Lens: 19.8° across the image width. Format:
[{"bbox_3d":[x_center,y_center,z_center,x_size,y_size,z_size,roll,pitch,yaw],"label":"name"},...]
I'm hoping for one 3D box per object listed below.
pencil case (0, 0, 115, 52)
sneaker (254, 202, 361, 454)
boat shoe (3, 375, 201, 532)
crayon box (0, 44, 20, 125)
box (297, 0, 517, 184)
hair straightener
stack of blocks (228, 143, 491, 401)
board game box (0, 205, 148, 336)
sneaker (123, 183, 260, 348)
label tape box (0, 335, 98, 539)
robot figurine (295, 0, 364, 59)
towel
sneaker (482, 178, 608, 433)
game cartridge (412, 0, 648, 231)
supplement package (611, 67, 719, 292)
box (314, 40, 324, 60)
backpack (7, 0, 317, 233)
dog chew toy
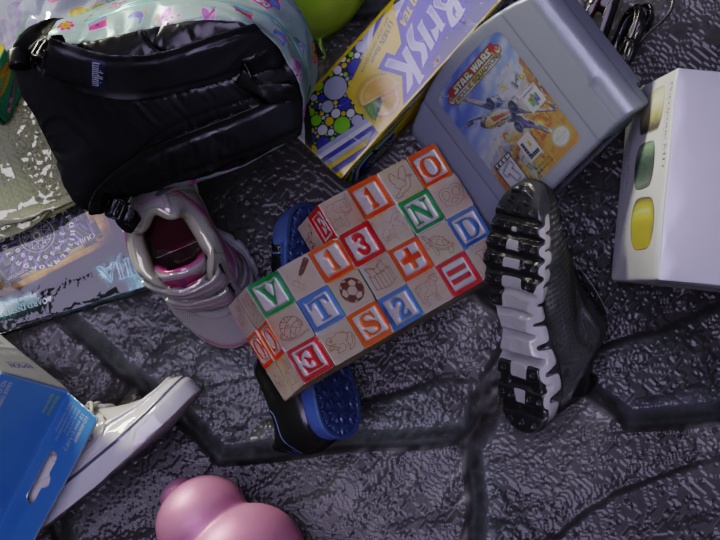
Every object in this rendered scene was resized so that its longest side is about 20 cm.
[{"bbox_3d":[-0.263,-0.231,1.595,0.091,0.083,0.200,-44,70,15],"label":"pencil case"},{"bbox_3d":[-0.053,0.048,1.652,0.078,0.070,0.200,-24,65,42],"label":"sneaker"},{"bbox_3d":[-0.220,0.140,1.682,0.200,0.072,0.066,-39,87,16],"label":"boat shoe"},{"bbox_3d":[-0.307,-0.232,1.680,0.119,0.058,0.200,19,77,17],"label":"crayon box"},{"bbox_3d":[0.033,-0.166,1.641,0.070,0.064,0.200,43,97,9],"label":"box"},{"bbox_3d":[0.193,-0.164,1.630,0.077,0.041,0.200,27,89,5],"label":"hair straightener"},{"bbox_3d":[0.000,0.000,1.599,0.200,0.059,0.115,-30,84,-23],"label":"stack of blocks"},{"bbox_3d":[-0.236,-0.034,1.707,0.200,0.028,0.135,-17,86,9],"label":"board game box"},{"bbox_3d":[-0.137,-0.004,1.615,0.081,0.088,0.200,-23,127,11],"label":"sneaker"},{"bbox_3d":[-0.323,0.124,1.665,0.200,0.066,0.143,35,103,31],"label":"label tape box"},{"bbox_3d":[-0.074,-0.261,1.637,0.200,0.116,0.175,44,92,8],"label":"robot figurine"},{"bbox_3d":[-0.301,-0.122,1.697,0.148,0.036,0.200,-24,71,6],"label":"towel"},{"bbox_3d":[0.148,0.020,1.595,0.066,0.090,0.200,16,117,48],"label":"sneaker"},{"bbox_3d":[0.121,-0.122,1.577,0.133,0.042,0.200,50,137,7],"label":"game cartridge"},{"bbox_3d":[0.278,-0.059,1.510,0.150,0.200,0.152,5,90,-2],"label":"supplement package"},{"bbox_3d":[-0.146,-0.174,1.611,0.200,0.046,0.159,-37,85,34],"label":"box"},{"bbox_3d":[-0.132,-0.138,1.490,0.200,0.127,0.167,-14,125,16],"label":"backpack"},{"bbox_3d":[-0.085,0.242,1.630,0.200,0.125,0.125,45,97,16],"label":"dog chew toy"}]
